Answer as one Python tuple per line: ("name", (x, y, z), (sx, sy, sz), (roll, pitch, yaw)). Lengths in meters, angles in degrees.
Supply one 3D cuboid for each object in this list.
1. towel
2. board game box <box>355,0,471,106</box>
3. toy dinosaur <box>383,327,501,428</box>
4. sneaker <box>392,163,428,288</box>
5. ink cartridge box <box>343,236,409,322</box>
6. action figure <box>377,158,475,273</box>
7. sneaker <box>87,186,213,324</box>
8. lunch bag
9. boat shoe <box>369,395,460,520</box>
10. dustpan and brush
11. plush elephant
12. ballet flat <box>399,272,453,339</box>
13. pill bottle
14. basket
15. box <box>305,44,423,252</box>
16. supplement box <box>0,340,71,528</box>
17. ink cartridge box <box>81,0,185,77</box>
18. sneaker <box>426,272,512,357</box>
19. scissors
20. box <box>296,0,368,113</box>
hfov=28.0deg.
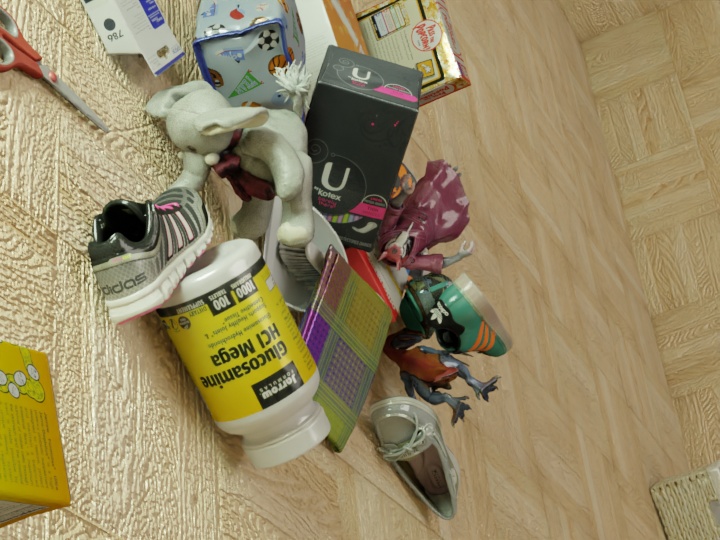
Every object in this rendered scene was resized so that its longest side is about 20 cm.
("towel", (-0.026, 0.087, 1.622), (0.144, 0.023, 0.200), (49, 48, -41))
("board game box", (0.037, -0.291, 1.999), (0.046, 0.199, 0.152), (17, 55, -66))
("toy dinosaur", (0.086, 0.111, 1.806), (0.181, 0.105, 0.200), (35, -20, 33))
("sneaker", (0.040, -0.076, 1.973), (0.112, 0.077, 0.201), (23, 49, -65))
("ink cartridge box", (0.000, 0.000, 1.802), (0.116, 0.067, 0.200), (61, 21, -21))
("action figure", (0.061, -0.057, 1.807), (0.134, 0.149, 0.200), (57, 41, -11))
("sneaker", (-0.194, -0.037, 1.313), (0.200, 0.074, 0.088), (-68, 140, -56))
("lunch bag", (-0.118, -0.233, 1.637), (0.170, 0.123, 0.200), (-93, 168, -46))
("boat shoe", (0.072, 0.226, 1.758), (0.065, 0.074, 0.202), (-96, 163, -47))
("dustpan and brush", (-0.036, 0.006, 1.674), (0.200, 0.057, 0.140), (44, 44, -51))
("plush elephant", (-0.135, -0.122, 1.473), (0.165, 0.154, 0.201), (26, -70, 61))
("ballet flat", (0.093, 0.045, 1.897), (0.200, 0.074, 0.074), (107, -35, -81))
("pill bottle", (-0.108, 0.081, 1.364), (0.200, 0.112, 0.112), (64, 20, -13))
("basket", (0.740, 0.523, 3.101), (0.200, 0.160, 0.199), (5, 65, -69))
("box", (-0.011, -0.142, 1.692), (0.106, 0.122, 0.200), (-79, -175, -57))
("supplement box", (-0.284, 0.098, 0.881), (0.200, 0.109, 0.110), (30, 43, -62))
("ink cartridge box", (-0.253, -0.290, 1.469), (0.200, 0.039, 0.099), (63, 20, -14))
("sneaker", (0.132, 0.071, 1.816), (0.071, 0.080, 0.200), (52, 0, 30))
("scissors", (-0.288, -0.187, 1.305), (0.200, 0.014, 0.073), (28, 43, -60))
("box", (-0.058, -0.299, 1.906), (0.124, 0.097, 0.201), (4, 66, -69))
